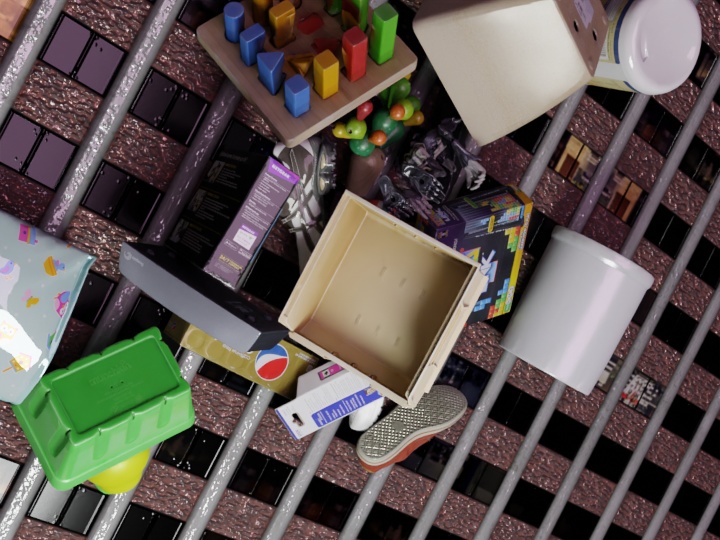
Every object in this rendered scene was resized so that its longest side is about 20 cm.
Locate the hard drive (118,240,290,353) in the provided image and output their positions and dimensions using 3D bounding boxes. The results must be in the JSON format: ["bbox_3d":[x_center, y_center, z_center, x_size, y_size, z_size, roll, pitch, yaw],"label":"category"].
[{"bbox_3d":[-0.187,0.033,1.339,0.043,0.198,0.135,-59,168,5],"label":"hard drive"}]

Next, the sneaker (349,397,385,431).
[{"bbox_3d":[-0.007,0.125,1.585,0.086,0.074,0.204,0,98,-18],"label":"sneaker"}]

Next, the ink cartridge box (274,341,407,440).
[{"bbox_3d":[-0.017,0.153,1.513,0.198,0.037,0.095,-28,143,-1],"label":"ink cartridge box"}]

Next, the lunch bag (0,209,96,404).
[{"bbox_3d":[-0.420,0.036,1.273,0.169,0.121,0.202,28,83,-34],"label":"lunch bag"}]

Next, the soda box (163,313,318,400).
[{"bbox_3d":[-0.155,0.099,1.481,0.199,0.064,0.068,31,87,-33],"label":"soda box"}]

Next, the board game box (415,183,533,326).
[{"bbox_3d":[0.150,-0.011,1.598,0.163,0.057,0.202,-18,134,-27],"label":"board game box"}]

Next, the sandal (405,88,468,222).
[{"bbox_3d":[0.120,-0.158,1.572,0.048,0.075,0.203,19,94,-51],"label":"sandal"}]

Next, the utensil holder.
[{"bbox_3d":[0.320,0.060,1.698,0.169,0.170,0.202,28,92,-33],"label":"utensil holder"}]

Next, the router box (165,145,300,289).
[{"bbox_3d":[-0.157,-0.069,1.350,0.051,0.200,0.150,32,87,-24],"label":"router box"}]

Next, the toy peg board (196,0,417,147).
[{"bbox_3d":[-0.064,-0.288,1.337,0.198,0.201,0.098,-34,159,-18],"label":"toy peg board"}]

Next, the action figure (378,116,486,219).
[{"bbox_3d":[0.093,-0.127,1.476,0.118,0.200,0.102,-34,100,30],"label":"action figure"}]

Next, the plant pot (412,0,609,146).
[{"bbox_3d":[0.210,-0.315,1.467,0.201,0.175,0.201,55,41,-30],"label":"plant pot"}]

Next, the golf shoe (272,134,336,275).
[{"bbox_3d":[-0.081,-0.080,1.481,0.093,0.078,0.203,2,108,-6],"label":"golf shoe"}]

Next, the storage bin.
[{"bbox_3d":[0.028,0.040,1.426,0.201,0.198,0.094,-61,163,1],"label":"storage bin"}]

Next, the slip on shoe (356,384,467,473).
[{"bbox_3d":[0.074,0.232,1.664,0.198,0.074,0.062,-30,152,-27],"label":"slip on shoe"}]

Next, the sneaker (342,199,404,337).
[{"bbox_3d":[0.000,-0.001,1.527,0.070,0.092,0.203,32,68,-76],"label":"sneaker"}]

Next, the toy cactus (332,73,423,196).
[{"bbox_3d":[0.014,-0.178,1.466,0.101,0.200,0.167,26,115,5],"label":"toy cactus"}]

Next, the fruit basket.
[{"bbox_3d":[-0.311,0.184,1.388,0.214,0.216,0.157,-27,76,-21],"label":"fruit basket"}]

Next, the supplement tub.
[{"bbox_3d":[0.362,-0.330,1.588,0.142,0.199,0.147,-9,109,-28],"label":"supplement tub"}]
